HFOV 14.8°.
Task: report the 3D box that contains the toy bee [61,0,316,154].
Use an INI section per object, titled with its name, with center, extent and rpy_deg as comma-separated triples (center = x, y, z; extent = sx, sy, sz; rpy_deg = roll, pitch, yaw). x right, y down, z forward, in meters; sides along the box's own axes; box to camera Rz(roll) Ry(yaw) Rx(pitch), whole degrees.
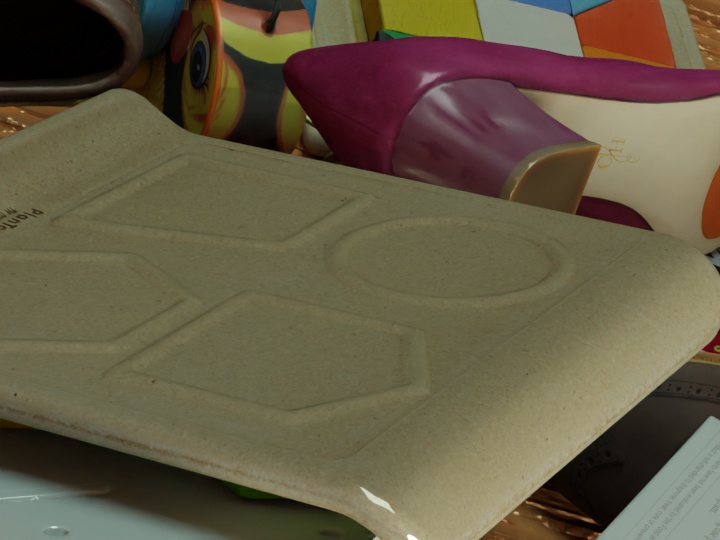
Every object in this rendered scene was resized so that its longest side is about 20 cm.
[toy bee]
center = -0.055, -0.067, 0.918
extent = 0.131, 0.200, 0.109
rpy_deg = 0, 75, -4

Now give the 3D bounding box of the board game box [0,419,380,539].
[board game box]
center = -0.091, 0.057, 0.674
extent = 0.200, 0.026, 0.200
rpy_deg = 10, 15, 17

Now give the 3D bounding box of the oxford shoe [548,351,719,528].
[oxford shoe]
center = 0.116, 0.070, 0.826
extent = 0.200, 0.071, 0.073
rpy_deg = 23, 13, 38

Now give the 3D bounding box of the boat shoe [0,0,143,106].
[boat shoe]
center = -0.160, -0.090, 0.812
extent = 0.200, 0.070, 0.070
rpy_deg = 4, 29, -18

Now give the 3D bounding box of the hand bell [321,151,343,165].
[hand bell]
center = 0.000, 0.000, 0.915
extent = 0.104, 0.104, 0.200
rpy_deg = 15, 18, -10

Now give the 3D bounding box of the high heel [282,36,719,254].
[high heel]
center = 0.066, -0.051, 0.898
extent = 0.096, 0.067, 0.200
rpy_deg = 33, 17, 30

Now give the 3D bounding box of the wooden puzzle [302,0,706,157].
[wooden puzzle]
center = 0.061, -0.086, 1.110
extent = 0.185, 0.037, 0.200
rpy_deg = 11, 32, -15

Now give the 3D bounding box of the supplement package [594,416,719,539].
[supplement package]
center = 0.138, 0.147, 0.709
extent = 0.200, 0.114, 0.110
rpy_deg = 29, 30, 15

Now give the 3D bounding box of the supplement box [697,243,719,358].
[supplement box]
center = 0.142, 0.041, 0.933
extent = 0.200, 0.061, 0.109
rpy_deg = 31, 32, 18

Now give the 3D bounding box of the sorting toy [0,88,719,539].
[sorting toy]
center = -0.028, 0.012, 0.723
extent = 0.200, 0.036, 0.185
rpy_deg = 18, 26, 25
